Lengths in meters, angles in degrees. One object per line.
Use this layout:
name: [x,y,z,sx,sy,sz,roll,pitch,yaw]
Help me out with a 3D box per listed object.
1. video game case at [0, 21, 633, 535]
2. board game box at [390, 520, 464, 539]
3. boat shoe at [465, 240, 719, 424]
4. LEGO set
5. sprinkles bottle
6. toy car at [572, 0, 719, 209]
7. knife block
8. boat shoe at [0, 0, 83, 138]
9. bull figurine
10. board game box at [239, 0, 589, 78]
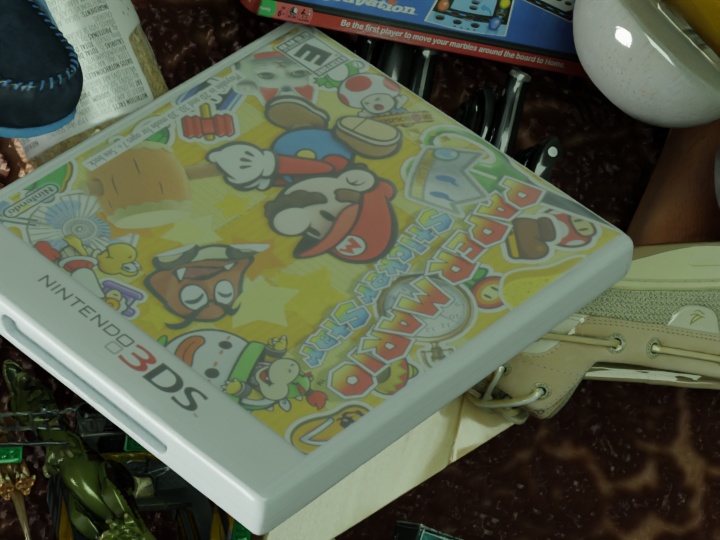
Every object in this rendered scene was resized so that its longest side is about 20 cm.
video game case: [-0.030,-0.006,1.085,0.182,0.023,0.200,35,50,28]
board game box: [0.087,0.196,1.206,0.200,0.028,0.135,20,80,-22]
boat shoe: [0.068,0.027,1.152,0.200,0.072,0.065,-3,84,-21]
LEGO set: [-0.125,0.070,1.124,0.200,0.116,0.154,-9,128,-11]
sprinkles bottle: [-0.116,-0.081,1.180,0.068,0.068,0.200,-25,91,-16]
toy car: [0.197,-0.108,1.170,0.200,0.150,0.175,47,111,-2]
knife block: [0.000,0.000,1.205,0.200,0.064,0.176,-31,92,-16]
boat shoe: [-0.186,-0.125,1.119,0.200,0.069,0.084,35,37,18]
bull figurine: [0.174,-0.042,1.254,0.121,0.065,0.200,27,77,-5]
board game box: [0.054,-0.137,1.181,0.200,0.019,0.103,7,111,-34]
